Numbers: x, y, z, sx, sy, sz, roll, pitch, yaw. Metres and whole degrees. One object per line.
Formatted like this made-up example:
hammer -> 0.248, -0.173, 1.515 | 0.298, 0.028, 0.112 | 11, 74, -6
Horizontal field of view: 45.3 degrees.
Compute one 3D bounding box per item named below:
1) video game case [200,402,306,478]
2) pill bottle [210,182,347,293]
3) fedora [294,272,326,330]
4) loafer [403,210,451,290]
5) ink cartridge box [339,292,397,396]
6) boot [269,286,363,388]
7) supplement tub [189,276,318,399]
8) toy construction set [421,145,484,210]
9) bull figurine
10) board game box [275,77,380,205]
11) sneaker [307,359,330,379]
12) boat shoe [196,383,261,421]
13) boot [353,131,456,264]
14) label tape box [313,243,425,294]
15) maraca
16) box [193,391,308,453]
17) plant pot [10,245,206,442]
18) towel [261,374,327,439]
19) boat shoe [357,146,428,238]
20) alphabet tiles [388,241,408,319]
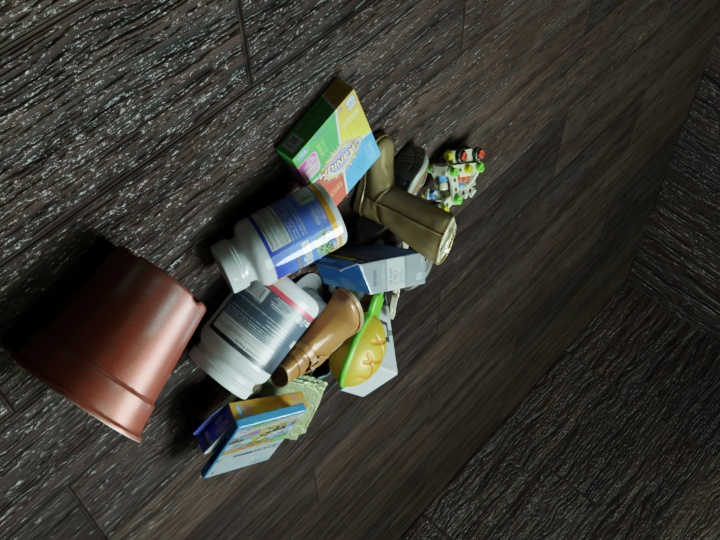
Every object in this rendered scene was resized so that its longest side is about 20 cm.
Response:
video game case -> -0.195, 0.308, 1.556 | 0.142, 0.018, 0.201 | -9, 149, -37
pill bottle -> -0.130, -0.046, 1.353 | 0.198, 0.113, 0.113 | -29, 149, -12
fedora -> -0.110, 0.113, 1.638 | 0.200, 0.090, 0.178 | -44, 153, -22
loafer -> 0.128, -0.053, 1.892 | 0.071, 0.073, 0.202 | 20, 99, -53
ink cartridge box -> 0.006, 0.143, 1.791 | 0.066, 0.202, 0.116 | 20, 137, -34
boot -> -0.078, 0.124, 1.487 | 0.154, 0.074, 0.201 | -35, 160, -34
supplement tub -> -0.177, 0.097, 1.442 | 0.201, 0.140, 0.140 | -52, 155, -5
toy construction set -> 0.204, -0.192, 1.811 | 0.199, 0.091, 0.133 | -23, 117, -60
bull figurine -> 0.004, 0.017, 1.725 | 0.121, 0.065, 0.202 | 40, 67, -47
board game box -> -0.048, -0.197, 1.422 | 0.153, 0.040, 0.200 | -50, 155, -9
sneaker -> -0.083, 0.194, 1.797 | 0.072, 0.080, 0.199 | -60, 155, 12
boat shoe -> -0.206, 0.209, 1.559 | 0.075, 0.075, 0.202 | 38, 111, -26
boot -> 0.089, -0.132, 1.549 | 0.066, 0.199, 0.177 | -28, 140, -44
label tape box -> 0.000, 0.000, 1.575 | 0.198, 0.142, 0.067 | -13, 105, -38
maraca -> 0.003, 0.131, 1.653 | 0.137, 0.106, 0.202 | 91, 22, -71
box -> -0.200, 0.274, 1.551 | 0.198, 0.042, 0.119 | -4, 146, -48
plant pot -> -0.319, 0.088, 1.146 | 0.197, 0.199, 0.201 | -57, 156, -14
towel -> -0.173, 0.251, 1.657 | 0.198, 0.037, 0.150 | 15, 116, -25
boat shoe -> 0.070, -0.142, 1.662 | 0.201, 0.075, 0.072 | -52, 157, -2
alphabet tiles -> 0.083, -0.004, 1.755 | 0.196, 0.014, 0.203 | 83, 19, -79
